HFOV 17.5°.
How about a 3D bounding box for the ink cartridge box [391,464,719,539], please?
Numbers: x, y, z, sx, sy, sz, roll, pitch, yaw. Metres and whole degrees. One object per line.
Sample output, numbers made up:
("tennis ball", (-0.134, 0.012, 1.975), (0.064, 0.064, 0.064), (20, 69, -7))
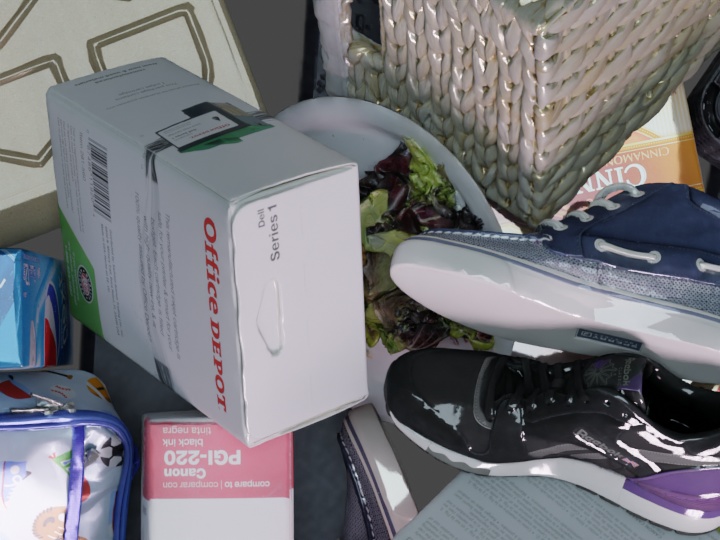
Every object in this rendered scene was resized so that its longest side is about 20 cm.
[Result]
("ink cartridge box", (0.094, 0.177, 1.228), (0.162, 0.057, 0.200), (38, 58, 17))

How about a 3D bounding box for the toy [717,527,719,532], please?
("toy", (0.219, 0.143, 1.341), (0.047, 0.115, 0.200), (30, 90, 17))

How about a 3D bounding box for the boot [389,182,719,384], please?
("boot", (0.120, -0.008, 1.239), (0.200, 0.073, 0.090), (16, 68, -3))

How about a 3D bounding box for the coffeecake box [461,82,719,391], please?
("coffeecake box", (0.127, 0.001, 1.359), (0.153, 0.073, 0.200), (-11, 89, -1))

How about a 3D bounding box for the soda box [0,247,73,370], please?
("soda box", (-0.204, 0.023, 1.296), (0.068, 0.200, 0.064), (-1, 89, 0))

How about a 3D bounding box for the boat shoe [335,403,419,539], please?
("boat shoe", (0.000, 0.183, 1.349), (0.093, 0.075, 0.200), (-18, 95, -1))

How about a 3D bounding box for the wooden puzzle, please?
("wooden puzzle", (-0.170, -0.135, 1.381), (0.185, 0.046, 0.200), (-21, 93, 0))

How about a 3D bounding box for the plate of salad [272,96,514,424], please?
("plate of salad", (0.000, 0.000, 1.318), (0.200, 0.048, 0.200), (19, 122, 33))

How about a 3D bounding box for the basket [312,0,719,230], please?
("basket", (0.096, -0.167, 1.260), (0.161, 0.198, 0.200), (36, 66, 22))

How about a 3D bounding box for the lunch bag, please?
("lunch bag", (-0.203, 0.148, 1.311), (0.160, 0.076, 0.200), (-1, 116, -20))

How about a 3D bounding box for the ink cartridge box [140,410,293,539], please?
("ink cartridge box", (-0.082, 0.180, 1.317), (0.085, 0.146, 0.200), (-2, 88, -6))

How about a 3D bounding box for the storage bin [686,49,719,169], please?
("storage bin", (0.292, -0.127, 1.353), (0.135, 0.094, 0.200), (35, 90, 1))

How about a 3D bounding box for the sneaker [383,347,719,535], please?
("sneaker", (0.114, 0.066, 1.234), (0.200, 0.088, 0.076), (16, 49, -1))

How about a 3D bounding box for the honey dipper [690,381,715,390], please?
("honey dipper", (0.157, 0.110, 1.315), (0.038, 0.038, 0.200), (29, 129, 1))

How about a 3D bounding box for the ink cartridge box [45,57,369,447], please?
("ink cartridge box", (-0.084, -0.014, 1.273), (0.084, 0.200, 0.146), (-20, 122, -30))
